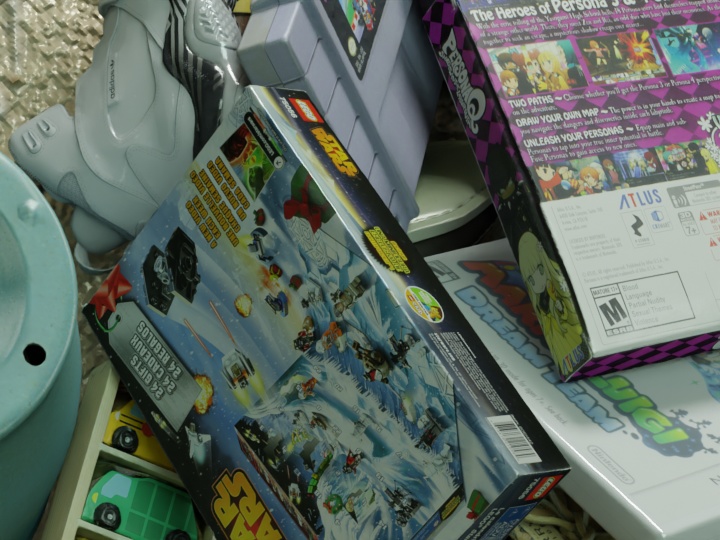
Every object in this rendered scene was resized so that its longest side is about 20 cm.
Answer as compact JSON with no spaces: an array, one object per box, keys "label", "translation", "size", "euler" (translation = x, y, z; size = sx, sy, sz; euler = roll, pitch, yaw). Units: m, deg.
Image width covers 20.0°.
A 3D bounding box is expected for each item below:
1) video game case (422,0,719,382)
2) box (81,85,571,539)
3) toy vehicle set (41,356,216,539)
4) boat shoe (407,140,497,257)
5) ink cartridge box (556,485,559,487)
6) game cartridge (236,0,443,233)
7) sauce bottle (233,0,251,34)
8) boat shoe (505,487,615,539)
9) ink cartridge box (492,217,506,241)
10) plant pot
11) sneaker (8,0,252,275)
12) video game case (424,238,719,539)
[{"label":"video game case","translation":[0.145,-0.053,0.918],"size":[0.199,0.036,0.182],"euler":[-11,70,-29]},{"label":"box","translation":[-0.021,0.045,0.810],"size":[0.040,0.137,0.201],"euler":[1,48,-50]},{"label":"toy vehicle set","translation":[-0.043,0.133,0.891],"size":[0.199,0.026,0.125],"euler":[25,62,-24]},{"label":"boat shoe","translation":[0.000,0.000,0.965],"size":[0.071,0.061,0.201],"euler":[23,41,37]},{"label":"ink cartridge box","translation":[0.125,0.202,0.923],"size":[0.146,0.083,0.201],"euler":[25,63,-11]},{"label":"game cartridge","translation":[0.001,-0.110,0.944],"size":[0.201,0.038,0.130],"euler":[-75,149,-49]},{"label":"sauce bottle","translation":[-0.051,-0.114,0.984],"size":[0.064,0.065,0.201],"euler":[18,65,-15]},{"label":"boat shoe","translation":[0.062,0.140,0.853],"size":[0.199,0.063,0.073],"euler":[-36,57,-13]},{"label":"ink cartridge box","translation":[0.160,-0.049,1.061],"size":[0.196,0.047,0.202],"euler":[6,66,-19]},{"label":"plant pot","translation":[-0.194,0.035,0.794],"size":[0.199,0.188,0.202],"euler":[8,67,-20]},{"label":"sneaker","translation":[-0.106,-0.096,0.922],"size":[0.114,0.075,0.201],"euler":[-27,66,14]},{"label":"video game case","translation":[0.131,0.041,0.903],"size":[0.181,0.024,0.200],"euler":[-13,40,-34]}]
